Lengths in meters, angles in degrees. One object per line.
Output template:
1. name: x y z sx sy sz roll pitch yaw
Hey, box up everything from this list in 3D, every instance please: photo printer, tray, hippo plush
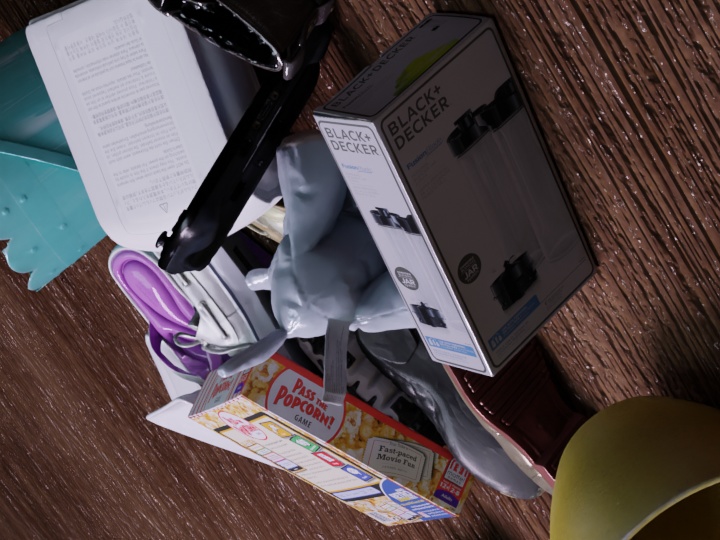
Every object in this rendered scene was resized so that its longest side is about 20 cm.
1. photo printer: -0.146 -0.115 1.399 0.165 0.069 0.201 -15 99 38
2. tray: -0.078 0.144 1.634 0.199 0.022 0.107 22 161 -17
3. hippo plush: 0.000 0.000 1.345 0.158 0.202 0.161 14 174 -2

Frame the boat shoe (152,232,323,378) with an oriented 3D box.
1. boat shoe: -0.112 0.037 1.549 0.203 0.086 0.075 54 -162 -12

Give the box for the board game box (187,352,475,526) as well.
1. board game box: -0.025 0.137 1.515 0.199 0.047 0.151 30 161 -14

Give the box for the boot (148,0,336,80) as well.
1. boot: -0.064 -0.212 1.108 0.200 0.174 0.069 37 152 23

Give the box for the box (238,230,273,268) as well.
1. box: -0.127 0.024 1.690 0.137 0.039 0.201 38 152 18

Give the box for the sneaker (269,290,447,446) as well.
1. sneaker: -0.004 0.080 1.542 0.200 0.066 0.091 43 152 7

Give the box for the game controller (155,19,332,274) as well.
1. game controller: -0.078 -0.089 1.282 0.042 0.201 0.104 27 155 3

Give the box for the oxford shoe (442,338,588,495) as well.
1. oxford shoe: 0.106 0.097 1.390 0.201 0.070 0.075 53 160 -6

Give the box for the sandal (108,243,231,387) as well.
1. sandal: -0.147 0.062 1.616 0.203 0.050 0.082 46 135 -5

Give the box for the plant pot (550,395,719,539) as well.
1. plant pot: 0.200 0.163 1.225 0.142 0.199 0.201 -122 10 -51

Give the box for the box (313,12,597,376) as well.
1. box: 0.063 -0.048 1.203 0.060 0.117 0.201 13 137 50

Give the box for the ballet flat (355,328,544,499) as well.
1. ballet flat: 0.076 0.095 1.472 0.200 0.066 0.057 47 -165 6

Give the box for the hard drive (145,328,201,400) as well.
1. hard drive: -0.087 0.114 1.691 0.198 0.026 0.132 14 146 23

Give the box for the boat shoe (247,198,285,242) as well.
1. boat shoe: -0.112 -0.081 1.490 0.200 0.073 0.063 28 144 23

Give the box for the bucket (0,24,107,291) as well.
1. bucket: -0.267 -0.098 1.571 0.208 0.134 0.207 55 177 4
